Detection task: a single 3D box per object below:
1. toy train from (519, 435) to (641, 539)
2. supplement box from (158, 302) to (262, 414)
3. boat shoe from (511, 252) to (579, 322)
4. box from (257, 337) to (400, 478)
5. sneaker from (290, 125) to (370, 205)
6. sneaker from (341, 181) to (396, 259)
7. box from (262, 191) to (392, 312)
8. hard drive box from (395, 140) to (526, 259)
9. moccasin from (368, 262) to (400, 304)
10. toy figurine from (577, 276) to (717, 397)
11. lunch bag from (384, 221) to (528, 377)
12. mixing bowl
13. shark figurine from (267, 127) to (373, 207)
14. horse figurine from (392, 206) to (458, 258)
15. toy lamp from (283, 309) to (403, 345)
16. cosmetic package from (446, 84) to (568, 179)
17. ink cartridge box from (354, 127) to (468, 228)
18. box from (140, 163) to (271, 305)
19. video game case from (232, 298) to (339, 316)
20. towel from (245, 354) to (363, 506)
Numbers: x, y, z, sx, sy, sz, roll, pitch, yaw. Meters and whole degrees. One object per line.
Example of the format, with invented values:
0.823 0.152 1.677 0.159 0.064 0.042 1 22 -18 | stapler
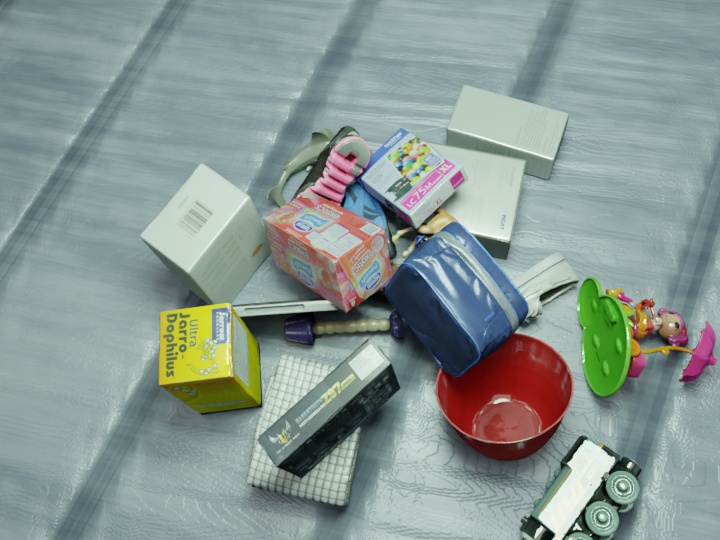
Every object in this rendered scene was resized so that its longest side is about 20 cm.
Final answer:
0.317 0.339 1.011 0.113 0.086 0.201 34 76 30 | toy train
-0.224 0.141 1.073 0.106 0.201 0.112 -7 66 2 | supplement box
0.267 0.048 1.132 0.198 0.074 0.066 -35 65 -8 | boat shoe
-0.036 0.194 0.965 0.199 0.158 0.051 -40 68 -7 | box
-0.059 -0.162 1.198 0.200 0.078 0.096 -47 36 24 | sneaker
0.008 -0.078 1.186 0.077 0.067 0.202 -20 42 0 | sneaker
-0.053 -0.033 1.081 0.102 0.096 0.198 -32 39 -27 | box
0.172 -0.123 1.207 0.195 0.077 0.159 13 70 11 | hard drive box
0.000 -0.001 1.178 0.196 0.074 0.079 10 54 14 | moccasin
0.450 0.101 1.085 0.179 0.152 0.203 4 43 -7 | toy figurine
0.139 0.032 1.027 0.131 0.136 0.201 -35 81 -26 | lunch bag
0.214 0.202 1.040 0.195 0.110 0.203 -9 41 7 | mixing bowl
-0.091 -0.206 1.262 0.211 0.090 0.130 -28 67 -8 | shark figurine
0.134 -0.030 1.129 0.131 0.050 0.203 -29 88 3 | horse figurine
-0.028 0.091 1.152 0.194 0.058 0.060 -5 67 3 | toy lamp
0.259 -0.247 1.252 0.196 0.074 0.103 20 71 15 | cosmetic package
0.071 -0.163 1.160 0.119 0.042 0.200 -42 44 -6 | ink cartridge box
-0.242 -0.045 1.149 0.105 0.201 0.153 33 74 16 | box
-0.126 0.059 1.130 0.194 0.143 0.019 -4 90 4 | video game case
-0.075 0.245 1.082 0.161 0.086 0.205 9 71 11 | towel
